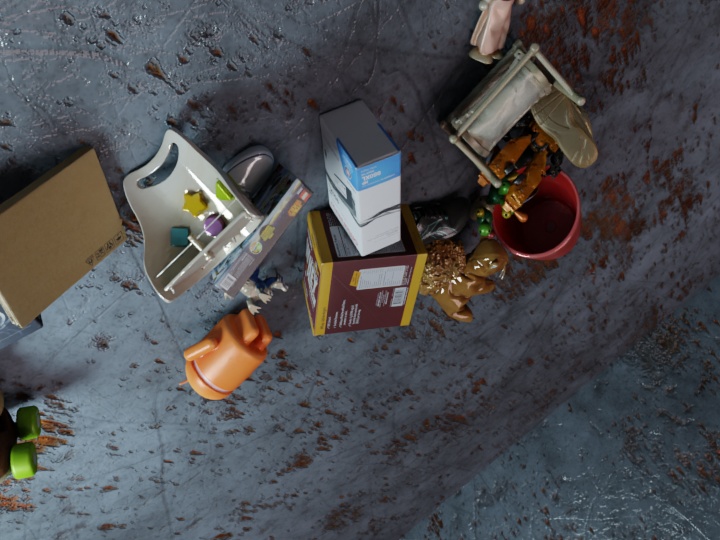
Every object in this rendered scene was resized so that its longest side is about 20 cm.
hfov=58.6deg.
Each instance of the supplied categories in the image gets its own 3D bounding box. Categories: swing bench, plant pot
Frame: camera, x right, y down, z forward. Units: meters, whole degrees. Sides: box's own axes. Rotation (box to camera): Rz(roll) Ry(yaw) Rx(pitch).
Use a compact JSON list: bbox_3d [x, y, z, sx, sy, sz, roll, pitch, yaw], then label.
[{"bbox_3d":[0.247,-0.280,1.112,0.129,0.201,0.199,39,106,-16],"label":"swing bench"},{"bbox_3d":[0.406,-0.113,1.427,0.200,0.202,0.176,-44,153,14],"label":"plant pot"}]

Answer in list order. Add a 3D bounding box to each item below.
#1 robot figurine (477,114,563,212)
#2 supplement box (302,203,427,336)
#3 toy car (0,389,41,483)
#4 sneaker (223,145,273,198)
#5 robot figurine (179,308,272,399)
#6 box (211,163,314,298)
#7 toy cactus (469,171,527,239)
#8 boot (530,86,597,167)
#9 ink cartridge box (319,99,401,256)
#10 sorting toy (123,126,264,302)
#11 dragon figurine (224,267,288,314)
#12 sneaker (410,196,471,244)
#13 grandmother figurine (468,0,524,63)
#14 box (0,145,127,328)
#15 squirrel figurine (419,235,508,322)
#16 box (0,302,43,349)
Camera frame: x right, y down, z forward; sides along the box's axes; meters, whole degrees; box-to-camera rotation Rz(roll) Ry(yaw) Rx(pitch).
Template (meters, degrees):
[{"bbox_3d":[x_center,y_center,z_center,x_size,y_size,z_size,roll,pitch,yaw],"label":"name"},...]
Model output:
[{"bbox_3d":[0.315,-0.214,1.251,0.200,0.145,0.058,-47,-177,-31],"label":"robot figurine"},{"bbox_3d":[0.000,0.000,1.213,0.194,0.135,0.200,-5,137,-14],"label":"supplement box"},{"bbox_3d":[-0.610,0.229,1.005,0.160,0.159,0.205,-7,126,-18],"label":"toy car"},{"bbox_3d":[-0.202,-0.105,1.013,0.200,0.071,0.072,-46,144,14],"label":"sneaker"},{"bbox_3d":[-0.260,0.166,1.240,0.200,0.117,0.144,-45,179,13],"label":"robot figurine"},{"bbox_3d":[-0.160,-0.067,1.004,0.040,0.137,0.201,37,93,-26],"label":"box"},{"bbox_3d":[0.282,-0.147,1.337,0.100,0.205,0.165,19,160,-11],"label":"toy cactus"},{"bbox_3d":[0.398,-0.310,1.267,0.072,0.201,0.156,-36,-171,30],"label":"boot"},{"bbox_3d":[0.002,-0.150,1.069,0.082,0.146,0.203,-22,143,-14],"label":"ink cartridge box"},{"bbox_3d":[-0.247,-0.095,0.910,0.199,0.181,0.107,-38,-176,21],"label":"sorting toy"},{"bbox_3d":[-0.211,0.010,1.149,0.059,0.100,0.198,-44,125,17],"label":"dragon figurine"},{"bbox_3d":[0.141,-0.098,1.307,0.197,0.076,0.080,-31,143,-7],"label":"sneaker"},{"bbox_3d":[0.223,-0.435,1.010,0.121,0.060,0.204,-42,153,-44],"label":"grandmother figurine"},{"bbox_3d":[-0.409,-0.046,0.856,0.201,0.021,0.166,-51,152,-36],"label":"box"},{"bbox_3d":[0.222,-0.005,1.402,0.196,0.145,0.186,18,143,-29],"label":"squirrel figurine"},{"bbox_3d":[-0.565,0.038,0.846,0.197,0.105,0.184,-28,143,-11],"label":"box"}]
